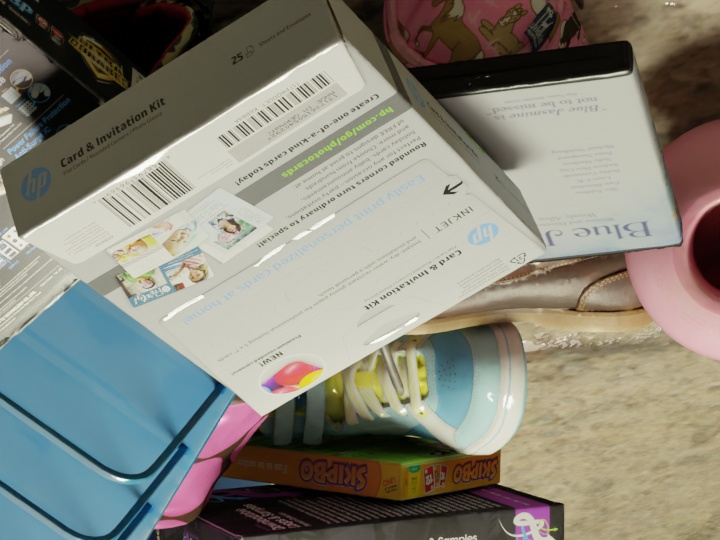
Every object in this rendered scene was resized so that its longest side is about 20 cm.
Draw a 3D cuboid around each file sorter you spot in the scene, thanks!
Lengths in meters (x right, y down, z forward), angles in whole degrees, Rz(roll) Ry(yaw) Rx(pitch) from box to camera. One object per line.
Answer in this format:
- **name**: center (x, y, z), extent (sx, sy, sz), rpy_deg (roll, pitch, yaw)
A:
- **file sorter**: center (-0.177, 0.109, 1.314), extent (0.200, 0.138, 0.123), rpy_deg (-58, 177, 33)

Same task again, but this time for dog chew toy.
- **dog chew toy**: center (0.205, -0.022, 1.343), extent (0.124, 0.125, 0.200), rpy_deg (-19, -177, 14)

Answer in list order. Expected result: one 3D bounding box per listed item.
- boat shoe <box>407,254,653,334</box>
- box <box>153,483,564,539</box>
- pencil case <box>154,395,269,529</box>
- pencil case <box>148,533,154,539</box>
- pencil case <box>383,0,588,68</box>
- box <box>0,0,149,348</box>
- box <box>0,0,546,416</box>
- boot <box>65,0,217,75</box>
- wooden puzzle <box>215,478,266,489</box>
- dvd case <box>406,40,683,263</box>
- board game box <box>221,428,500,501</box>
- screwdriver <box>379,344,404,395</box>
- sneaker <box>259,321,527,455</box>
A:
- **boat shoe**: center (0.065, -0.008, 1.394), extent (0.198, 0.071, 0.071), rpy_deg (-2, 118, -5)
- **box**: center (-0.003, 0.146, 1.466), extent (0.199, 0.036, 0.143), rpy_deg (-2, -175, -24)
- **pencil case**: center (-0.077, 0.055, 1.371), extent (0.093, 0.091, 0.200), rpy_deg (4, 138, -39)
- **pencil case**: center (-0.163, 0.169, 1.551), extent (0.199, 0.078, 0.087), rpy_deg (14, 137, 7)
- **pencil case**: center (0.073, -0.087, 1.201), extent (0.086, 0.083, 0.200), rpy_deg (3, 160, 16)
- **box**: center (-0.191, -0.039, 1.094), extent (0.200, 0.046, 0.159), rpy_deg (-39, 120, 23)
- **box**: center (-0.031, -0.024, 1.078), extent (0.155, 0.041, 0.200), rpy_deg (-31, 144, 14)
- **boot**: center (-0.056, -0.071, 1.184), extent (0.202, 0.074, 0.154), rpy_deg (-11, 153, -8)
- **wooden puzzle**: center (-0.139, 0.167, 1.685), extent (0.184, 0.047, 0.200), rpy_deg (-6, 155, -16)
- **dvd case**: center (0.066, -0.046, 1.168), extent (0.142, 0.018, 0.200), rpy_deg (-7, 158, 11)
- **board game box**: center (-0.024, 0.110, 1.523), extent (0.199, 0.030, 0.095), rpy_deg (7, -173, 39)
- **screwdriver**: center (0.000, 0.000, 1.233), extent (0.028, 0.029, 0.200), rpy_deg (13, 153, 25)
- **sneaker**: center (0.004, 0.065, 1.447), extent (0.130, 0.080, 0.200), rpy_deg (1, 173, -23)
